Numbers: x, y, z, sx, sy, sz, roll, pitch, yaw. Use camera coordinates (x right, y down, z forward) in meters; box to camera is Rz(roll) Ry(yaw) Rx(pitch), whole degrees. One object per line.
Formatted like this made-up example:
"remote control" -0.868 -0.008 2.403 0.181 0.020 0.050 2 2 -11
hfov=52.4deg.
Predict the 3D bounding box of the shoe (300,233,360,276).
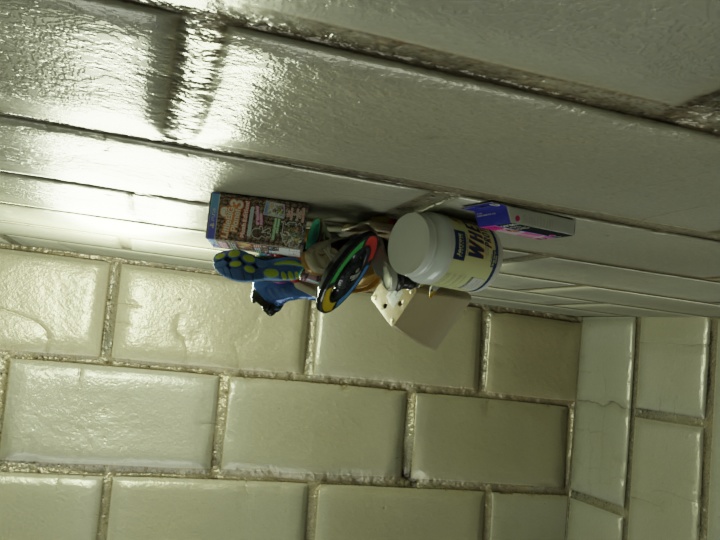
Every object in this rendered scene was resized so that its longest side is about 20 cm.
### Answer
"shoe" -0.057 -0.041 1.555 0.053 0.070 0.200 -38 174 32

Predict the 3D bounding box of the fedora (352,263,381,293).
"fedora" 0.000 0.000 1.740 0.200 0.082 0.201 -11 155 -6

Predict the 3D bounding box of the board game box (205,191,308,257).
"board game box" -0.216 -0.093 1.549 0.200 0.097 0.159 7 175 -6

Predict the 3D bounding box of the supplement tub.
"supplement tub" 0.169 -0.037 1.461 0.200 0.145 0.145 10 173 -37

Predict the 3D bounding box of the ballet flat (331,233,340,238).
"ballet flat" -0.123 -0.018 1.886 0.067 0.200 0.046 43 -176 9

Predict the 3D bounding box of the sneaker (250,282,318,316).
"sneaker" -0.186 0.068 1.836 0.200 0.111 0.077 19 -171 17

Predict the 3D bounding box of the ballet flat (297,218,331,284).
"ballet flat" -0.090 -0.035 1.614 0.071 0.200 0.069 29 126 -15

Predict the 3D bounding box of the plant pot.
"plant pot" 0.153 0.080 2.076 0.177 0.200 0.200 14 -152 -39

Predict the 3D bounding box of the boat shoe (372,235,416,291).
"boat shoe" 0.069 -0.016 1.561 0.060 0.074 0.200 3 -158 -14

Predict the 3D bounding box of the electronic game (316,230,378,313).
"electronic game" -0.026 0.004 1.521 0.042 0.200 0.200 35 -178 16

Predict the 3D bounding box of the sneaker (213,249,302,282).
"sneaker" -0.228 -0.003 1.623 0.199 0.071 0.083 5 170 -20

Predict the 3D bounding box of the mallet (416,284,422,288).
"mallet" 0.183 -0.015 1.814 0.066 0.041 0.200 15 141 -29

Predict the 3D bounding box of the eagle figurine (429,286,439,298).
"eagle figurine" 0.196 -0.002 1.934 0.200 0.151 0.152 25 148 8

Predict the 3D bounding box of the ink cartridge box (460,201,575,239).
"ink cartridge box" 0.293 -0.091 1.358 0.200 0.037 0.095 11 173 -27

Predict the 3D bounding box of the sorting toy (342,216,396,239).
"sorting toy" 0.075 -0.091 1.621 0.185 0.037 0.200 8 179 -20

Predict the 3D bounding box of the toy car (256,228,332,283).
"toy car" -0.176 -0.042 1.760 0.200 0.150 0.175 1 173 45
